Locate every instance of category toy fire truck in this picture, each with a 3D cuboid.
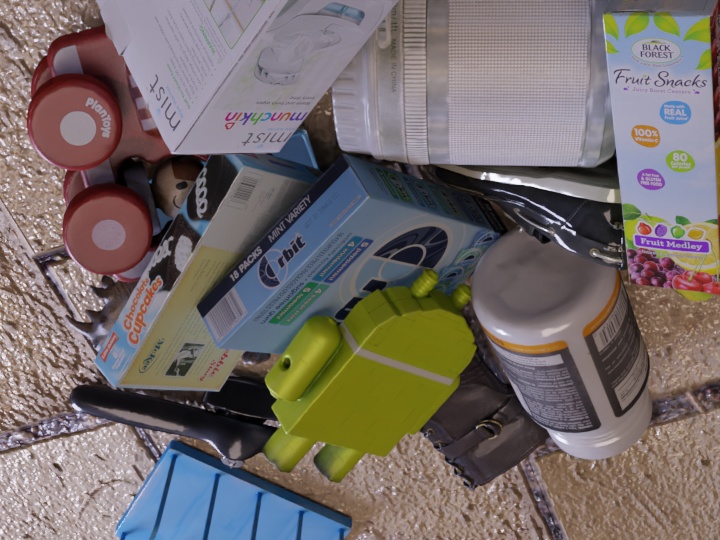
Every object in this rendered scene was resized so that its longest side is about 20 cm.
[{"bbox_3d":[-0.152,-0.095,0.923,0.166,0.112,0.202,-16,115,-6],"label":"toy fire truck"}]

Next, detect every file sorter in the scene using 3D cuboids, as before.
[{"bbox_3d":[-0.129,0.286,1.176,0.199,0.123,0.139,26,123,-15],"label":"file sorter"}]

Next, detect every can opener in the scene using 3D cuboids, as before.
[{"bbox_3d":[-0.165,0.132,1.120,0.198,0.079,0.063,8,164,2],"label":"can opener"}]

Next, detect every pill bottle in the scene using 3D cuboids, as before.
[{"bbox_3d":[0.170,0.061,0.994,0.115,0.117,0.201,-16,136,14],"label":"pill bottle"}]

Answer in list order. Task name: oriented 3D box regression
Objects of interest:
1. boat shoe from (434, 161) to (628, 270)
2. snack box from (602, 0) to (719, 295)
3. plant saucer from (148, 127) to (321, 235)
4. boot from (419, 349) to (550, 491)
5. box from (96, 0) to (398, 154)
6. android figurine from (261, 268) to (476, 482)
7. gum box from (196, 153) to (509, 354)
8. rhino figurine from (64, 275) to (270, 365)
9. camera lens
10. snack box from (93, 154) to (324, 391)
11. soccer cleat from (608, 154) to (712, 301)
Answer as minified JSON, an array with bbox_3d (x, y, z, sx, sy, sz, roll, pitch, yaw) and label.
[{"bbox_3d":[0.123,-0.052,0.897,0.071,0.199,0.068,-22,118,-33],"label":"boat shoe"},{"bbox_3d":[0.211,-0.116,0.770,0.067,0.169,0.201,7,133,25],"label":"snack box"},{"bbox_3d":[-0.123,-0.056,0.995,0.198,0.019,0.070,-16,107,13],"label":"plant saucer"},{"bbox_3d":[0.060,0.138,1.095,0.199,0.069,0.174,-30,117,19],"label":"boot"},{"bbox_3d":[-0.084,-0.203,0.768,0.096,0.201,0.177,-7,149,-43],"label":"box"},{"bbox_3d":[0.012,0.083,0.968,0.181,0.041,0.201,19,115,-45],"label":"android figurine"},{"bbox_3d":[0.000,0.000,0.946,0.170,0.045,0.199,-44,151,23],"label":"gum box"},{"bbox_3d":[-0.154,0.033,1.040,0.198,0.060,0.088,-3,108,7],"label":"rhino figurine"},{"bbox_3d":[0.086,-0.152,0.835,0.198,0.161,0.161,2,125,6],"label":"camera lens"},{"bbox_3d":[-0.108,0.004,0.938,0.116,0.037,0.201,11,117,-53],"label":"snack box"},{"bbox_3d":[0.211,-0.042,0.979,0.200,0.065,0.083,38,148,-25],"label":"soccer cleat"}]
